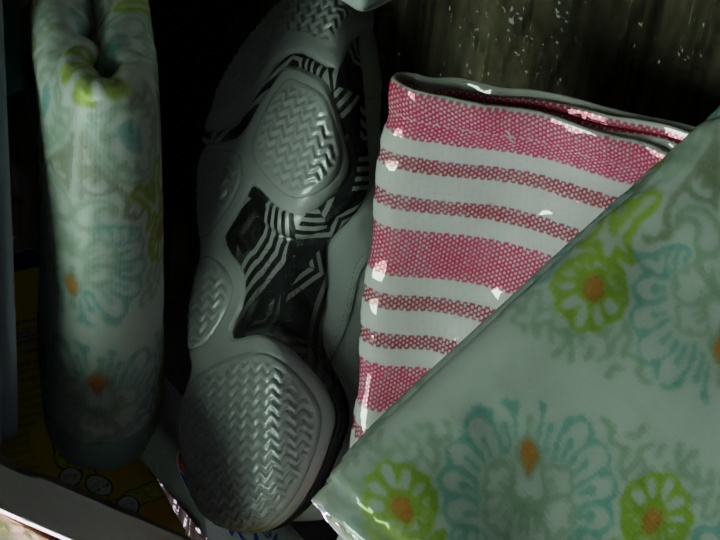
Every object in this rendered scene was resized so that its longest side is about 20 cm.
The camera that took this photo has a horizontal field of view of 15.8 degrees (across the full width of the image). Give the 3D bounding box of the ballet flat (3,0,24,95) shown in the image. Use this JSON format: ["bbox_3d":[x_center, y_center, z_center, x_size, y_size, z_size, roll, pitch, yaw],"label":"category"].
[{"bbox_3d":[-0.191,-0.103,1.027,0.064,0.200,0.076,18,98,18],"label":"ballet flat"}]

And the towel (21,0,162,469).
[{"bbox_3d":[-0.103,-0.052,0.974,0.200,0.048,0.172,-103,11,-51],"label":"towel"}]

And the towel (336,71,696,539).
[{"bbox_3d":[0.067,0.038,0.857,0.146,0.030,0.201,14,121,12],"label":"towel"}]

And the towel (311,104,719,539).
[{"bbox_3d":[0.110,0.062,0.752,0.171,0.200,0.048,48,174,0],"label":"towel"}]

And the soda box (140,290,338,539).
[{"bbox_3d":[-0.019,0.098,1.063,0.200,0.063,0.068,48,147,16],"label":"soda box"}]

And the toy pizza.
[{"bbox_3d":[-0.146,-0.033,0.961,0.200,0.032,0.201,177,90,-82],"label":"toy pizza"}]

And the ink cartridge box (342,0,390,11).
[{"bbox_3d":[-0.030,-0.208,0.856,0.162,0.057,0.201,39,146,27],"label":"ink cartridge box"}]

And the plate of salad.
[{"bbox_3d":[-0.131,0.093,0.944,0.199,0.048,0.200,23,174,2],"label":"plate of salad"}]

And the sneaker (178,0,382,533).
[{"bbox_3d":[0.000,0.000,0.958,0.075,0.115,0.201,1,82,48],"label":"sneaker"}]

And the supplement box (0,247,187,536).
[{"bbox_3d":[-0.160,0.101,1.154,0.200,0.109,0.109,-123,27,-43],"label":"supplement box"}]
